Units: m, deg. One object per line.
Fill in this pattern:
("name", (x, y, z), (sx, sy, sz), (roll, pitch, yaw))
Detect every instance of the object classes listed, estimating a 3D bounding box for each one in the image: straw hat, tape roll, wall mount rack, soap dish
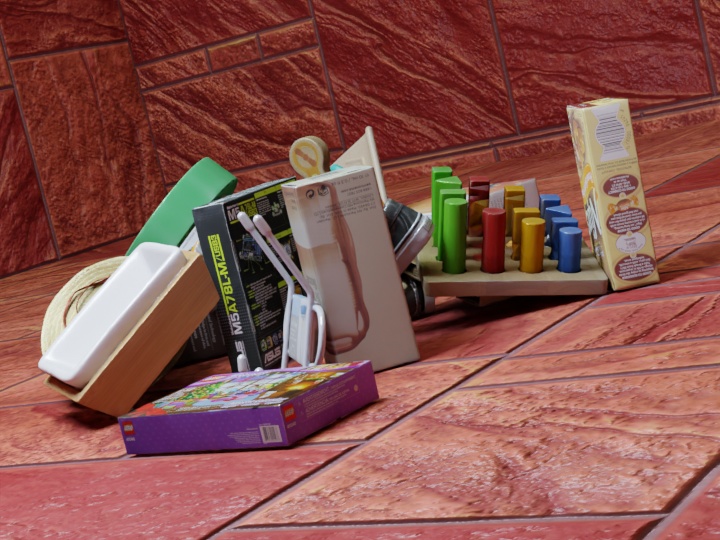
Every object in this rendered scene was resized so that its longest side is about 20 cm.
("straw hat", (-0.268, 0.084, 1.749), (0.200, 0.202, 0.085), (-12, -34, 13))
("tape roll", (-0.229, -0.046, 1.853), (0.201, 0.048, 0.200), (-54, 0, 0))
("wall mount rack", (-0.085, 0.031, 1.507), (0.074, 0.174, 0.200), (3, 3, -13))
("soap dish", (-0.248, 0.065, 1.616), (0.200, 0.081, 0.157), (-52, 22, -14))

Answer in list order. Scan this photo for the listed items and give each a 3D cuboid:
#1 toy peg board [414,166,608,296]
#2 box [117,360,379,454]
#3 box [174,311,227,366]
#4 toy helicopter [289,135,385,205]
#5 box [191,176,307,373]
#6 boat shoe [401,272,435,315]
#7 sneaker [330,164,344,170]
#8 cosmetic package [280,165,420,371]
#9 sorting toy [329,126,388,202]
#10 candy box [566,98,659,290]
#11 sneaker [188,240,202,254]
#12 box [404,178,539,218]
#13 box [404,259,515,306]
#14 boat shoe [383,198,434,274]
("toy peg board", (0.162, -0.050, 1.679), (0.199, 0.098, 0.200), (-1, 20, -3))
("box", (-0.102, 0.124, 1.358), (0.200, 0.039, 0.137), (-8, 8, 37))
("box", (-0.176, 0.064, 1.847), (0.199, 0.075, 0.100), (-12, 7, -1))
("toy helicopter", (-0.018, -0.064, 1.712), (0.132, 0.200, 0.079), (-23, 4, 34))
("box", (-0.107, 0.003, 1.697), (0.047, 0.194, 0.200), (-13, 8, 24))
("boat shoe", (0.029, 0.020, 1.817), (0.059, 0.072, 0.200), (-12, 12, -17))
("sneaker", (-0.067, -0.080, 1.844), (0.199, 0.084, 0.121), (9, 39, 22))
("cosmetic package", (-0.012, 0.000, 1.518), (0.087, 0.201, 0.103), (-16, 6, -10))
("sorting toy", (-0.023, -0.064, 1.973), (0.036, 0.185, 0.200), (19, -47, -33))
("candy box", (0.276, -0.086, 1.644), (0.055, 0.201, 0.115), (-10, 7, 1))
("sneaker", (-0.187, 0.004, 1.815), (0.077, 0.078, 0.200), (-39, 7, 10))
("box", (0.126, -0.044, 1.983), (0.200, 0.107, 0.152), (-20, 9, -39))
("box", (0.157, -0.009, 1.750), (0.200, 0.021, 0.163), (-14, 25, -36))
("boat shoe", (0.000, 0.000, 1.646), (0.200, 0.071, 0.072), (-51, 5, 23))
